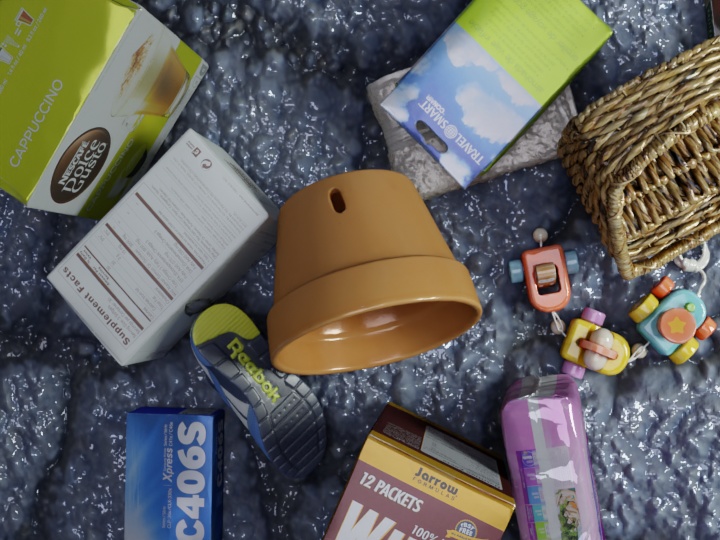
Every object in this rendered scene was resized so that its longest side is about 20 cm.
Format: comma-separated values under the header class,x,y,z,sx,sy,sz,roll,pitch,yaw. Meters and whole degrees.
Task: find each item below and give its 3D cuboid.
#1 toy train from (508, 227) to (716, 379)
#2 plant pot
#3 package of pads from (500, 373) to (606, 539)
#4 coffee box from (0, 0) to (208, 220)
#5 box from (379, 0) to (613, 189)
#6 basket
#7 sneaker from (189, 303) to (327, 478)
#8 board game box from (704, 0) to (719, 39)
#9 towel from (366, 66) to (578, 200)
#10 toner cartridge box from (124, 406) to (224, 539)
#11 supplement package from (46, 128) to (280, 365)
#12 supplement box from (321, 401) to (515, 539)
class,x,y,z,sx,sy,sz,roll,pitch,yaw
toy train,0.247,0.027,0.840,0.196,0.056,0.153,-6,88,7
plant pot,0.000,0.000,0.811,0.197,0.200,0.142,-16,71,6
package of pads,0.181,0.203,0.805,0.074,0.120,0.204,-10,91,17
coffee box,-0.302,-0.187,0.836,0.198,0.198,0.201,32,93,6
box,0.127,-0.189,0.828,0.122,0.048,0.200,44,94,5
basket,0.294,-0.104,0.764,0.198,0.143,0.151,-26,81,2
sneaker,-0.103,0.118,0.875,0.074,0.082,0.202,-36,104,-23
board game box,0.396,-0.197,0.844,0.103,0.023,0.204,-5,88,5
towel,0.116,-0.154,0.869,0.197,0.034,0.135,-18,86,6
toner cartridge box,-0.191,0.246,0.891,0.093,0.043,0.204,0,89,8
supplement package,-0.184,-0.020,0.859,0.200,0.117,0.117,-44,85,4
supplement box,0.036,0.249,0.786,0.131,0.200,0.200,24,91,7
